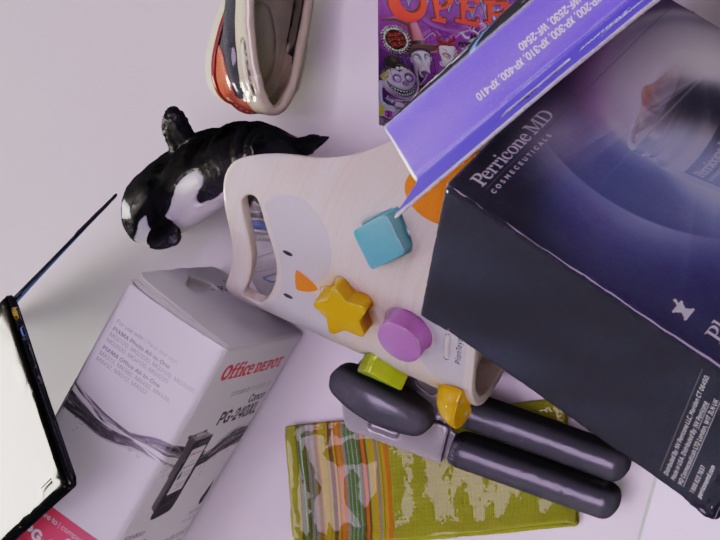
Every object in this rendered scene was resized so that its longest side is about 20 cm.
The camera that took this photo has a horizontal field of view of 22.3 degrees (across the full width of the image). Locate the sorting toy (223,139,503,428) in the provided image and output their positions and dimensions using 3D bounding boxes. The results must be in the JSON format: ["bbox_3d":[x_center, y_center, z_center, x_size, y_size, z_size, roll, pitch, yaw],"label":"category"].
[{"bbox_3d":[0.000,0.000,1.129,0.179,0.107,0.201,16,138,14],"label":"sorting toy"}]

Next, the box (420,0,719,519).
[{"bbox_3d":[0.170,-0.015,0.977,0.198,0.124,0.200,34,57,19],"label":"box"}]

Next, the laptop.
[{"bbox_3d":[-0.219,0.083,1.203,0.187,0.115,0.201,-41,63,41],"label":"laptop"}]

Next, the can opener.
[{"bbox_3d":[0.073,0.110,1.175,0.199,0.066,0.053,18,108,13],"label":"can opener"}]

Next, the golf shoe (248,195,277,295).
[{"bbox_3d":[0.014,-0.016,1.213,0.198,0.078,0.098,1,113,21],"label":"golf shoe"}]

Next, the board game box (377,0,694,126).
[{"bbox_3d":[0.106,-0.126,1.157,0.199,0.032,0.121,14,127,18],"label":"board game box"}]

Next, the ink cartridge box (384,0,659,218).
[{"bbox_3d":[0.103,-0.133,0.981,0.043,0.200,0.198,47,123,-6],"label":"ink cartridge box"}]

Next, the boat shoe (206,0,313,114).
[{"bbox_3d":[-0.056,-0.203,1.206,0.062,0.071,0.202,23,105,57],"label":"boat shoe"}]

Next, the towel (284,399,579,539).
[{"bbox_3d":[0.044,0.137,1.222,0.198,0.018,0.087,-8,90,18],"label":"towel"}]

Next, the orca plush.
[{"bbox_3d":[-0.111,-0.072,1.199,0.105,0.200,0.071,-44,104,-23],"label":"orca plush"}]

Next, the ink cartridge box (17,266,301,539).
[{"bbox_3d":[-0.139,0.105,1.215,0.083,0.145,0.201,34,102,13],"label":"ink cartridge box"}]

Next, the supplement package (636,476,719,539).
[{"bbox_3d":[0.261,0.180,1.054,0.190,0.200,0.148,17,97,17],"label":"supplement package"}]
